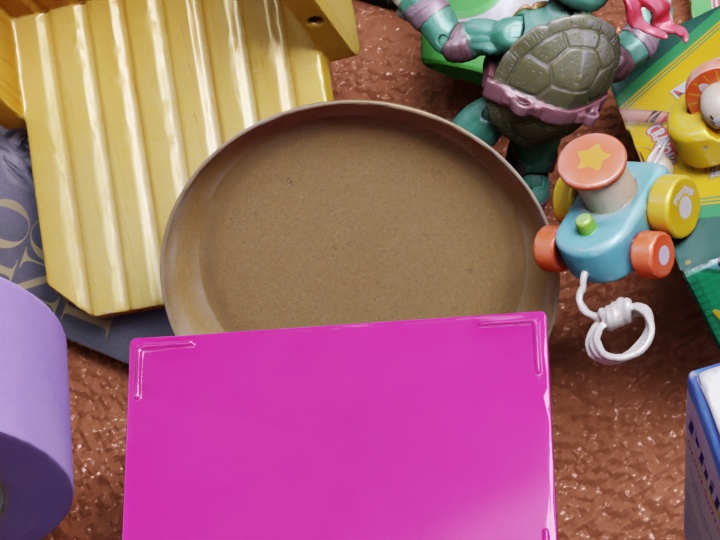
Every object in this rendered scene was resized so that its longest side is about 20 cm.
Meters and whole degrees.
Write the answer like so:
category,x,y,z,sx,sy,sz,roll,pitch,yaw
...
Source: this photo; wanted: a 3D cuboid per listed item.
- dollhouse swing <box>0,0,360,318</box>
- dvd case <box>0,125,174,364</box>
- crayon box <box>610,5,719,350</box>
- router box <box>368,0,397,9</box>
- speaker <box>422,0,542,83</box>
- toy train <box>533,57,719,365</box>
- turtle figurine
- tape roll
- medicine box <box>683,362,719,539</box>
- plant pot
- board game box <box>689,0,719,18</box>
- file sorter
category,x,y,z,sx,sy,sz,roll,pitch,yaw
dollhouse swing,-0.112,-0.091,1.119,0.199,0.182,0.177,-10,69,15
dvd case,-0.158,-0.042,1.214,0.199,0.016,0.149,21,92,19
crayon box,0.203,-0.060,1.129,0.118,0.058,0.200,-25,35,10
router box,0.007,-0.260,1.321,0.157,0.052,0.200,19,66,16
speaker,0.093,-0.201,1.215,0.088,0.088,0.201,14,90,15
toy train,0.170,-0.047,1.039,0.200,0.056,0.150,-31,35,1
turtle figurine,0.083,-0.106,1.117,0.149,0.200,0.101,14,35,-15
tape roll,-0.241,0.077,1.093,0.199,0.200,0.085,-8,61,3
medicine box,0.247,0.103,1.011,0.181,0.200,0.103,-16,61,-1
plant pot,0.000,0.000,1.122,0.199,0.201,0.028,-3,31,6
board game box,0.234,-0.220,1.284,0.095,0.030,0.201,-2,59,9
file sorter,-0.003,0.115,1.082,0.199,0.126,0.140,-4,63,7
